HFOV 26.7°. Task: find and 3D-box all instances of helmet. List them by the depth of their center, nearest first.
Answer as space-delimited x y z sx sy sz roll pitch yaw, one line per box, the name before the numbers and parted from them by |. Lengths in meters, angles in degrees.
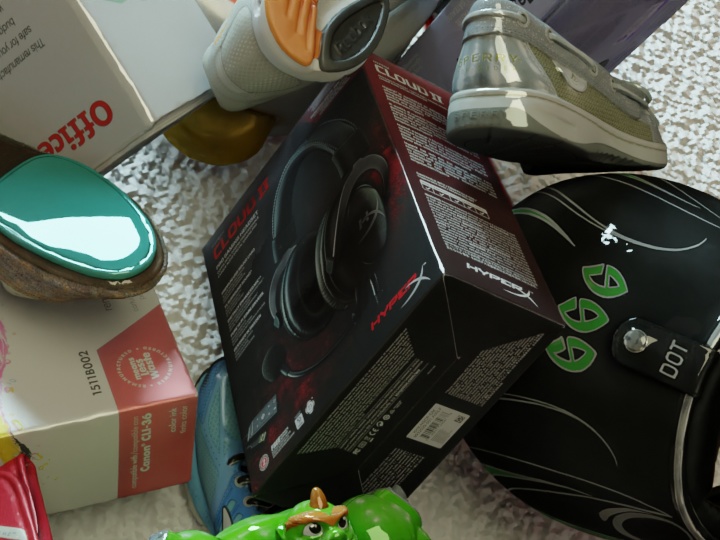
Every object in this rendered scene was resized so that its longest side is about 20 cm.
helmet | 0.135 0.043 0.771 0.199 0.190 0.201 -16 116 -37

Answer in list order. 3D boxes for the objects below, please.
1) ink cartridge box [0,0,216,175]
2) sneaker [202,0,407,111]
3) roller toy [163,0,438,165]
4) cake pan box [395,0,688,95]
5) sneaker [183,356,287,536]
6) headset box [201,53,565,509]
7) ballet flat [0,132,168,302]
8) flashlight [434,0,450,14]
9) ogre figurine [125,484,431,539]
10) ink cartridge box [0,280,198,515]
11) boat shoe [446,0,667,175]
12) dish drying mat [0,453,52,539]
ink cartridge box | -0.176 -0.135 0.753 0.201 0.144 0.084 57 38 -5
sneaker | -0.011 -0.146 0.740 0.076 0.092 0.200 56 47 -11
roller toy | -0.048 -0.172 0.845 0.181 0.140 0.201 -18 82 -17
cake pan box | 0.117 -0.146 0.832 0.184 0.200 0.052 -28 80 -38
sneaker | -0.033 0.131 0.743 0.078 0.090 0.201 -9 70 -21
headset box | 0.000 0.000 0.741 0.077 0.149 0.201 22 32 -32
ballet flat | -0.169 -0.028 0.717 0.199 0.067 0.068 33 50 23
flashlight | 0.089 -0.216 0.872 0.068 0.200 0.068 30 61 -4
ogre figurine | -0.026 0.158 0.638 0.199 0.098 0.121 -13 72 -15
ink cartridge box | -0.189 0.059 0.719 0.199 0.068 0.117 -11 47 -21
boat shoe | 0.102 -0.083 0.749 0.202 0.074 0.065 5 85 -59
dish drying mat | -0.220 0.155 0.647 0.199 0.018 0.077 -34 38 0
